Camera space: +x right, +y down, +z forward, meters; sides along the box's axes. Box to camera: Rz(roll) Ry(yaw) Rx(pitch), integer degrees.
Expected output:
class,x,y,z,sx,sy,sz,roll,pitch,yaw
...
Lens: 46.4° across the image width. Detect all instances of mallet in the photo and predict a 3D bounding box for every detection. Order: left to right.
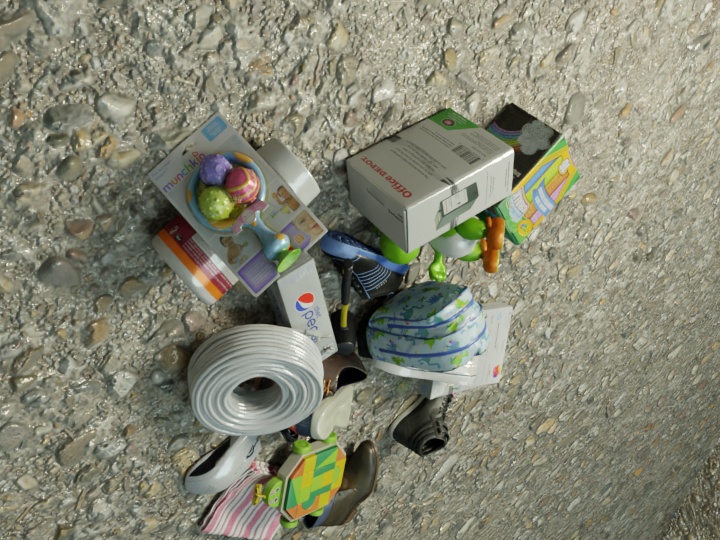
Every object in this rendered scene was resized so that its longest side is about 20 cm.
class,x,y,z,sx,sy,sz,roll,pitch,yaw
mallet,-0.023,0.059,1.248,0.040,0.067,0.201,-1,151,-4

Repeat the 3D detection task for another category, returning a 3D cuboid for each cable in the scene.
class,x,y,z,sx,sy,sz,roll,pitch,yaw
cable,-0.148,0.161,1.200,0.196,0.070,0.202,11,129,-24

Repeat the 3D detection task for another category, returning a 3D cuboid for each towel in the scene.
class,x,y,z,sx,sy,sz,roll,pitch,yaw
towel,-0.174,0.408,1.458,0.147,0.030,0.199,-52,141,4

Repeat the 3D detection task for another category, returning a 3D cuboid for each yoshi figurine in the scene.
class,x,y,z,sx,sy,sz,roll,pitch,yaw
yoshi figurine,0.110,-0.039,1.240,0.112,0.196,0.115,-28,127,-82

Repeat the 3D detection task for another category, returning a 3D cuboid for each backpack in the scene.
class,x,y,z,sx,sy,sz,roll,pitch,yaw
backpack,0.110,0.089,1.334,0.162,0.198,0.157,-26,125,-34

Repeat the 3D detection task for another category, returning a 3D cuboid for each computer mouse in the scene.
class,x,y,z,sx,sy,sz,roll,pitch,yaw
computer mouse,-0.189,0.296,1.342,0.199,0.044,0.110,-39,141,-13

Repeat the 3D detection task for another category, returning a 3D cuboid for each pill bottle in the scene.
class,x,y,z,sx,sy,sz,roll,pitch,yaw
pill bottle,-0.151,-0.063,1.038,0.200,0.109,0.110,-44,141,-7

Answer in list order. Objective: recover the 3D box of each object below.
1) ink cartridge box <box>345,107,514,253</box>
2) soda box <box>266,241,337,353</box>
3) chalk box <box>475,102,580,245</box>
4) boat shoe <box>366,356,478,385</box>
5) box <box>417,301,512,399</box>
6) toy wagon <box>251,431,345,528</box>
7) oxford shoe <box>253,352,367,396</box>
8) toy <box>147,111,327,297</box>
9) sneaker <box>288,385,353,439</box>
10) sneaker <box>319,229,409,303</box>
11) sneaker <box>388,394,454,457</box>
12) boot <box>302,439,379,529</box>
class,x,y,z,sx,sy,sz,roll,pitch,yaw
ink cartridge box,0.097,-0.132,1.193,0.198,0.146,0.085,-29,138,-22
soda box,-0.090,0.050,1.220,0.063,0.068,0.202,-31,137,-18
chalk box,0.229,-0.136,1.335,0.200,0.125,0.124,-46,141,-2
boat shoe,0.110,0.150,1.449,0.196,0.072,0.067,12,98,-6
box,0.197,0.145,1.565,0.197,0.041,0.159,-6,109,-40
toy wagon,-0.103,0.367,1.446,0.198,0.039,0.158,-9,115,-50
oxford shoe,-0.074,0.163,1.322,0.197,0.073,0.072,-12,129,-37
toy,-0.144,-0.083,0.962,0.115,0.200,0.047,-42,172,-8
sneaker,-0.070,0.224,1.378,0.200,0.083,0.077,4,93,-74
sneaker,0.000,0.000,1.266,0.199,0.070,0.079,21,101,-50
sneaker,0.154,0.274,1.609,0.200,0.099,0.071,-45,139,-8
boot,-0.035,0.403,1.551,0.096,0.075,0.203,-4,125,-45
